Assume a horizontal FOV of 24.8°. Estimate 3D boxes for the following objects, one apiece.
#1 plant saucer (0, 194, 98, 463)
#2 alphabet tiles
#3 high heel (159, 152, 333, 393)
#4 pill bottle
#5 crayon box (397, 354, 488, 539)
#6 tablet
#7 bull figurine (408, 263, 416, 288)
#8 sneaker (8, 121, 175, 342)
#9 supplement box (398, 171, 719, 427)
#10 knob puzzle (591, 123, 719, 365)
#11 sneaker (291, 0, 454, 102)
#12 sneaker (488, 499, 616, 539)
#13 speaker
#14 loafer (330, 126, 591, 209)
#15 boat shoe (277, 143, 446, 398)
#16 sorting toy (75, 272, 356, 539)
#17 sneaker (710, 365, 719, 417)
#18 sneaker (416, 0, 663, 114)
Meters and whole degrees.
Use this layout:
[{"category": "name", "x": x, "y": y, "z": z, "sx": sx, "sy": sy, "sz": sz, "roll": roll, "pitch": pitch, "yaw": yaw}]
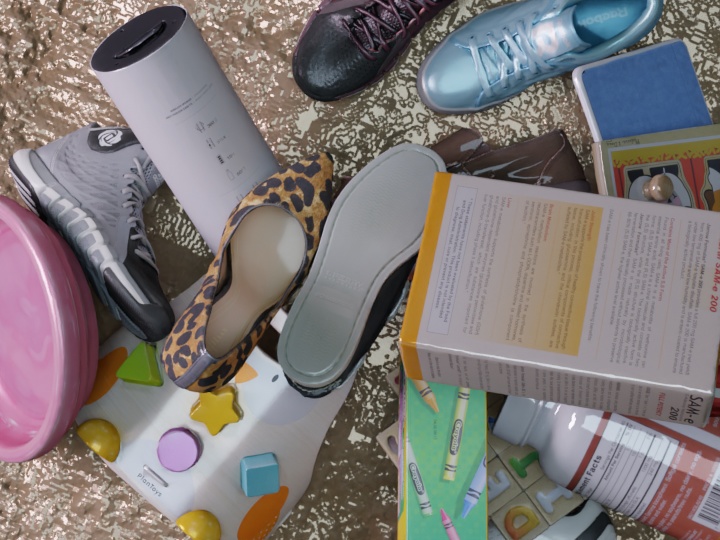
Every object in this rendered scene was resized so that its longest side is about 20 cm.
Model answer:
[{"category": "plant saucer", "x": -0.256, "y": 0.041, "z": 1.221, "sx": 0.051, "sy": 0.200, "sz": 0.201, "roll": -10, "pitch": 92, "yaw": -41}, {"category": "alphabet tiles", "x": 0.121, "y": 0.110, "z": 1.257, "sx": 0.200, "sy": 0.006, "sz": 0.167, "roll": -35, "pitch": 79, "yaw": -10}, {"category": "high heel", "x": -0.066, "y": -0.002, "z": 1.124, "sx": 0.071, "sy": 0.143, "sz": 0.200, "roll": 36, "pitch": 83, "yaw": -10}, {"category": "pill bottle", "x": 0.202, "y": 0.122, "z": 1.195, "sx": 0.200, "sy": 0.112, "sz": 0.112, "roll": 24, "pitch": 92, "yaw": 5}, {"category": "crayon box", "x": 0.058, "y": 0.143, "z": 1.182, "sx": 0.058, "sy": 0.119, "sz": 0.201, "roll": 1, "pitch": 75, "yaw": -1}, {"category": "tablet", "x": 0.234, "y": -0.071, "z": 1.243, "sx": 0.130, "sy": 0.014, "sz": 0.200, "roll": -20, "pitch": 91, "yaw": -37}, {"category": "bull figurine", "x": 0.125, "y": -0.006, "z": 1.232, "sx": 0.199, "sy": 0.121, "sz": 0.065, "roll": -4, "pitch": 88, "yaw": 6}, {"category": "sneaker", "x": -0.170, "y": -0.045, "z": 1.227, "sx": 0.115, "sy": 0.075, "sz": 0.200, "roll": -33, "pitch": 63, "yaw": -17}, {"category": "supplement box", "x": 0.135, "y": 0.018, "z": 1.060, "sx": 0.199, "sy": 0.074, "sz": 0.126, "roll": 10, "pitch": 68, "yaw": 10}, {"category": "knob puzzle", "x": 0.263, "y": -0.008, "z": 1.217, "sx": 0.219, "sy": 0.030, "sz": 0.220, "roll": 5, "pitch": 81, "yaw": -33}, {"category": "sneaker", "x": 0.026, "y": -0.208, "z": 1.224, "sx": 0.200, "sy": 0.116, "sz": 0.076, "roll": -42, "pitch": 91, "yaw": 1}, {"category": "sneaker", "x": 0.104, "y": 0.221, "z": 1.267, "sx": 0.199, "sy": 0.074, "sz": 0.080, "roll": -5, "pitch": 76, "yaw": -3}, {"category": "speaker", "x": -0.115, "y": -0.094, "z": 1.202, "sx": 0.081, "sy": 0.081, "sz": 0.200, "roll": -31, "pitch": 122, "yaw": 1}, {"category": "loafer", "x": 0.074, "y": -0.072, "z": 1.257, "sx": 0.199, "sy": 0.073, "sz": 0.071, "roll": -5, "pitch": 81, "yaw": -4}, {"category": "boat shoe", "x": 0.000, "y": 0.000, "z": 1.185, "sx": 0.076, "sy": 0.060, "sz": 0.200, "roll": 31, "pitch": 75, "yaw": 12}, {"category": "sorting toy", "x": -0.101, "y": 0.092, "z": 1.228, "sx": 0.200, "sy": 0.107, "sz": 0.180, "roll": 41, "pitch": 101, "yaw": -1}, {"category": "sneaker", "x": 0.182, "y": 0.026, "z": 1.122, "sx": 0.199, "sy": 0.078, "sz": 0.116, "roll": 15, "pitch": 78, "yaw": -1}, {"category": "sneaker", "x": 0.135, "y": -0.178, "z": 1.241, "sx": 0.200, "sy": 0.082, "sz": 0.074, "roll": -25, "pitch": 90, "yaw": 1}]
